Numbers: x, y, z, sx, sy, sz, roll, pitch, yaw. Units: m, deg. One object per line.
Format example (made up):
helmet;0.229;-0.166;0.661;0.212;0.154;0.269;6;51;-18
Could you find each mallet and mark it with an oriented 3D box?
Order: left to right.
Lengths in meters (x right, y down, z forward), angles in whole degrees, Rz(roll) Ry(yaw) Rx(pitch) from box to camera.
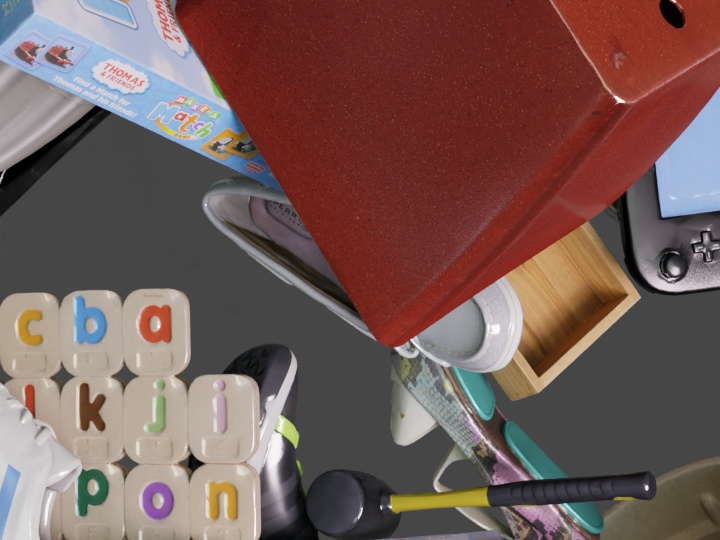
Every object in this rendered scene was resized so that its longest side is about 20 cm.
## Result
mallet;0.062;0.126;0.880;0.198;0.066;0.042;-10;73;30

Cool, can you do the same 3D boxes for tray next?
tray;0.070;-0.034;0.927;0.098;0.037;0.201;-38;96;-28

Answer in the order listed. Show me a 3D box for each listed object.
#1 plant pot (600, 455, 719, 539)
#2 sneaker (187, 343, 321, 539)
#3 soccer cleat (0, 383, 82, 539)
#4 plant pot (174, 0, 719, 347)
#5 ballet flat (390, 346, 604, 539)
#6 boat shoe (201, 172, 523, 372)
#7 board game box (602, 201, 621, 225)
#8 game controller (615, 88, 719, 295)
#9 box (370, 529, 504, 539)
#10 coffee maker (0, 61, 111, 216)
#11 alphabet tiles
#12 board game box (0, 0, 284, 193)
plant pot;0.218;0.242;0.900;0.200;0.200;0.184;-41;105;-3
sneaker;-0.058;0.144;0.932;0.082;0.072;0.202;13;91;-30
soccer cleat;-0.207;0.094;0.882;0.086;0.070;0.202;-22;84;-2
plant pot;0.069;-0.114;0.754;0.199;0.176;0.201;-31;88;-41
ballet flat;0.063;0.100;0.937;0.071;0.069;0.201;-36;95;17
boat shoe;0.000;-0.002;0.875;0.201;0.065;0.075;34;122;28
board game box;0.216;-0.111;0.955;0.126;0.035;0.201;36;88;-5
game controller;0.194;-0.089;0.915;0.103;0.042;0.202;-7;92;-4
box;-0.015;0.221;0.893;0.198;0.040;0.138;-1;116;-20
coffee maker;-0.205;-0.089;0.864;0.200;0.192;0.135;-39;79;16
alphabet tiles;-0.151;0.110;0.900;0.198;0.015;0.198;-2;89;17
board game box;-0.110;-0.135;0.784;0.036;0.199;0.152;-36;55;26
